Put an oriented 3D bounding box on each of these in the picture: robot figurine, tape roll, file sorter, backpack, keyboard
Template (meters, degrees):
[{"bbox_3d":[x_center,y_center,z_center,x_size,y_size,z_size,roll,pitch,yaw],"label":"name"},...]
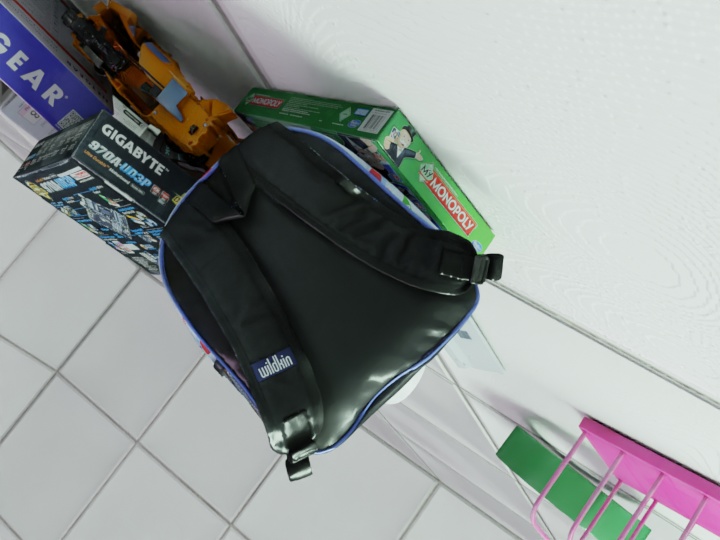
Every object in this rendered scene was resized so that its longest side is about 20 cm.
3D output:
[{"bbox_3d":[-0.167,-0.152,0.774,0.200,0.058,0.145,45,178,23],"label":"robot figurine"},{"bbox_3d":[0.259,0.270,1.122,0.200,0.048,0.200,38,178,1],"label":"tape roll"},{"bbox_3d":[0.289,0.265,0.903,0.199,0.126,0.139,26,163,45],"label":"file sorter"},{"bbox_3d":[-0.037,0.003,0.632,0.191,0.200,0.154,48,171,-5],"label":"backpack"},{"bbox_3d":[0.099,0.063,0.943,0.056,0.011,0.200,3,154,26],"label":"keyboard"}]

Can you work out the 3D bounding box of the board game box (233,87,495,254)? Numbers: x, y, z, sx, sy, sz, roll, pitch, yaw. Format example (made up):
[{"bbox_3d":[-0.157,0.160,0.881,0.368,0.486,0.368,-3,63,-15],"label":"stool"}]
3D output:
[{"bbox_3d":[-0.002,-0.077,0.703,0.199,0.029,0.135,23,162,52],"label":"board game box"}]

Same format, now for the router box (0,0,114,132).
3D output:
[{"bbox_3d":[-0.306,-0.228,0.803,0.200,0.049,0.180,47,-169,-36],"label":"router box"}]

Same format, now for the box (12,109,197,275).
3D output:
[{"bbox_3d":[-0.193,-0.056,0.772,0.159,0.046,0.199,38,161,-26],"label":"box"}]

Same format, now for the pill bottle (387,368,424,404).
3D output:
[{"bbox_3d":[-0.037,0.055,0.878,0.199,0.113,0.112,27,174,-27],"label":"pill bottle"}]

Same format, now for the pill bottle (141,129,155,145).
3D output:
[{"bbox_3d":[-0.278,-0.109,1.194,0.200,0.114,0.114,42,168,-20],"label":"pill bottle"}]

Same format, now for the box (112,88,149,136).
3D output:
[{"bbox_3d":[-0.348,-0.204,1.058,0.200,0.110,0.035,41,-154,-16],"label":"box"}]

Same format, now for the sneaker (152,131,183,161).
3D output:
[{"bbox_3d":[-0.155,-0.079,1.042,0.079,0.076,0.200,20,159,49],"label":"sneaker"}]

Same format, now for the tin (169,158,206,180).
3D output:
[{"bbox_3d":[-0.101,-0.061,0.876,0.199,0.042,0.112,16,-170,-47],"label":"tin"}]

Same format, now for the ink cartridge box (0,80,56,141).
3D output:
[{"bbox_3d":[-0.281,-0.156,0.942,0.200,0.057,0.163,38,-163,-40],"label":"ink cartridge box"}]
